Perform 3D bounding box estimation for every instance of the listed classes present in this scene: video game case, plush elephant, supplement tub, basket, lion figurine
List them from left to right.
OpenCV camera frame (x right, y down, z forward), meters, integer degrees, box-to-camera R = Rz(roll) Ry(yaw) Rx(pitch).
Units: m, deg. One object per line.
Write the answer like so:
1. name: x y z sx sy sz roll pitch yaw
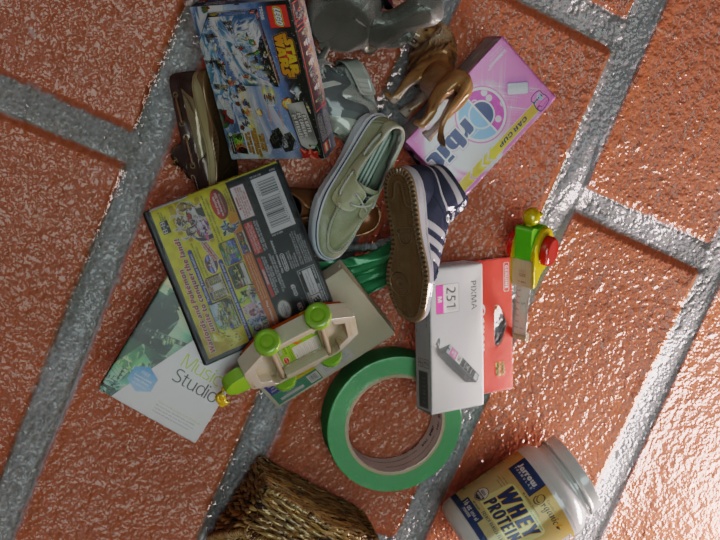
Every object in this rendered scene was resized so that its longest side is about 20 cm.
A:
1. video game case: -0.148 -0.011 1.202 0.179 0.025 0.202 -23 96 -17
2. basket: -0.092 0.379 1.338 0.199 0.143 0.150 32 93 -18
3. plush elephant: -0.011 -0.340 1.191 0.164 0.156 0.200 30 128 -27
4. lion figurine: 0.100 -0.236 1.225 0.122 0.200 0.072 -44 130 8
5. supplement tub: 0.234 0.347 1.413 0.199 0.144 0.145 -33 108 -5

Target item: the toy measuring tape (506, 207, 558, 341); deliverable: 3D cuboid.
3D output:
1. toy measuring tape: 0.244 0.001 1.384 0.073 0.074 0.202 -9 118 -12

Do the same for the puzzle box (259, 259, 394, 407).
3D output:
1. puzzle box: -0.071 0.087 1.298 0.199 0.026 0.133 -32 123 10

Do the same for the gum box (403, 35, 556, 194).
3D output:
1. gum box: 0.149 -0.201 1.305 0.113 0.066 0.200 43 90 -17

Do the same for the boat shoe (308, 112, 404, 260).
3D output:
1. boat shoe: -0.007 -0.105 1.233 0.072 0.062 0.202 18 96 -35

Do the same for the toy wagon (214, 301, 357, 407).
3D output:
1. toy wagon: -0.097 0.105 1.214 0.198 0.155 0.040 -27 67 -7

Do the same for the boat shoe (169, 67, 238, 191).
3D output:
1. boat shoe: -0.205 -0.154 1.235 0.071 0.072 0.202 0 111 17

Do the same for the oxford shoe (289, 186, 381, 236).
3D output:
1. oxford shoe: -0.062 -0.076 1.280 0.198 0.071 0.072 6 99 -17

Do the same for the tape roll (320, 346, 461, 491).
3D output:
1. tape roll: 0.044 0.212 1.385 0.198 0.048 0.203 -3 103 -14

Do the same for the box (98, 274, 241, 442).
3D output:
1. box: -0.219 0.099 1.233 0.144 0.036 0.201 31 94 -13

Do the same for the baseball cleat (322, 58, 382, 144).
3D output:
1. baseball cleat: -0.060 -0.247 1.252 0.199 0.070 0.107 37 78 -24

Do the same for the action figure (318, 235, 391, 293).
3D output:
1. action figure: 0.000 0.000 1.306 0.198 0.055 0.119 -23 135 0

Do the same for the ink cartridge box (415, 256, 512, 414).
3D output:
1. ink cartridge box: 0.156 0.087 1.353 0.172 0.043 0.203 -6 99 -29

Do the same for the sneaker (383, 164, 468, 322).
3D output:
1. sneaker: 0.088 -0.040 1.256 0.108 0.070 0.202 -19 110 -47

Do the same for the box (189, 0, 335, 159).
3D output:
1. box: -0.115 -0.232 1.175 0.135 0.040 0.202 4 124 24
